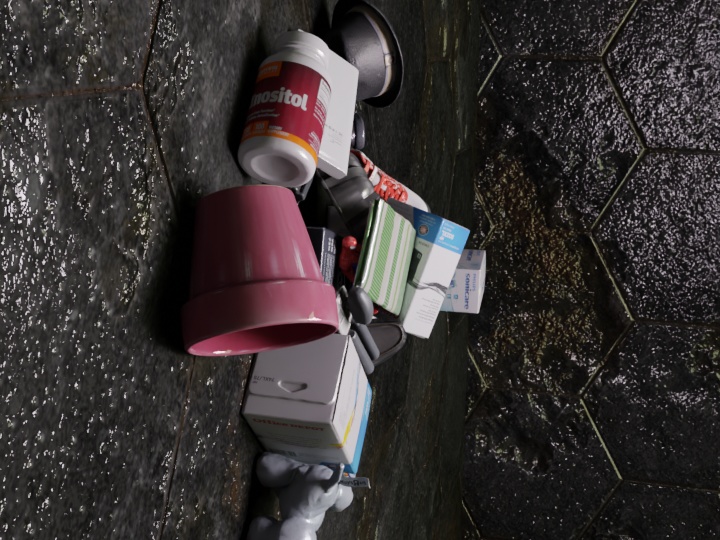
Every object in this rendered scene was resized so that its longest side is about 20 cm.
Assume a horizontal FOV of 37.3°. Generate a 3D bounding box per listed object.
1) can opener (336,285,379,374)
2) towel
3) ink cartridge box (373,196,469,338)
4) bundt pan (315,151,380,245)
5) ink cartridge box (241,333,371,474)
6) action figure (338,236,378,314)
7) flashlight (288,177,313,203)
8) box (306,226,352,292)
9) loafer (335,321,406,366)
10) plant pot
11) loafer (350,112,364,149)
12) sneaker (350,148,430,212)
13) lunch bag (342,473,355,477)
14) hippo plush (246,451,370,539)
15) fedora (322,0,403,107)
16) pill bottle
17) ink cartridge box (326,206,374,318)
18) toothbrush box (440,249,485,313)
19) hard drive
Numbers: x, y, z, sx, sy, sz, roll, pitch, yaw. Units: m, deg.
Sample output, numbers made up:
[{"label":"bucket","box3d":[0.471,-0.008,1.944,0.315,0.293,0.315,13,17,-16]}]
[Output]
[{"label":"can opener","box3d":[-0.004,0.096,1.636,0.053,0.065,0.201,-64,154,-27]},{"label":"towel","box3d":[0.041,-0.020,1.696,0.200,0.023,0.156,31,69,-68]},{"label":"ink cartridge box","box3d":[0.081,-0.005,1.843,0.083,0.144,0.203,18,95,-47]},{"label":"bundt pan","box3d":[-0.006,-0.115,1.778,0.204,0.075,0.202,60,1,-2]},{"label":"ink cartridge box","box3d":[-0.078,0.203,1.650,0.201,0.144,0.148,72,27,-57]},{"label":"action figure","box3d":[0.000,0.000,1.691,0.201,0.051,0.067,64,35,-59]},{"label":"flashlight","box3d":[-0.095,-0.189,1.652,0.068,0.067,0.202,-38,-154,50]},{"label":"box","box3d":[-0.083,0.015,1.662,0.200,0.102,0.151,26,69,-75]},{"label":"loafer","box3d":[-0.020,0.130,1.750,0.072,0.196,0.074,65,6,-79]},{"label":"plant pot","box3d":[-0.133,-0.001,1.327,0.200,0.196,0.183,38,42,-73]},{"label":"loafer","box3d":[-0.042,-0.240,1.789,0.200,0.062,0.073,-137,-137,-72]},{"label":"sneaker","box3d":[0.032,-0.149,1.931,0.068,0.200,0.108,-53,157,0]},{"label":"lunch bag","box3d":[-0.045,0.290,1.958,0.202,0.074,0.163,77,20,-52]},{"label":"hippo plush","box3d":[-0.085,0.382,1.624,0.159,0.197,0.163,40,61,-46]},{"label":"fedora","box3d":[-0.015,-0.358,1.812,0.091,0.199,0.203,-32,134,-30]},{"label":"pill bottle","box3d":[-0.101,-0.230,1.506,0.113,0.111,0.204,67,29,-61]},{"label":"ink cartridge box","box3d":[-0.012,-0.010,1.980,0.144,0.083,0.205,3,92,-76]},{"label":"toothbrush box","box3d":[0.133,0.014,2.000,0.147,0.196,0.087,-53,146,-71]},{"label":"hard drive","box3d":[-0.065,-0.256,1.642,0.131,0.026,0.203,28,53,-34]}]
